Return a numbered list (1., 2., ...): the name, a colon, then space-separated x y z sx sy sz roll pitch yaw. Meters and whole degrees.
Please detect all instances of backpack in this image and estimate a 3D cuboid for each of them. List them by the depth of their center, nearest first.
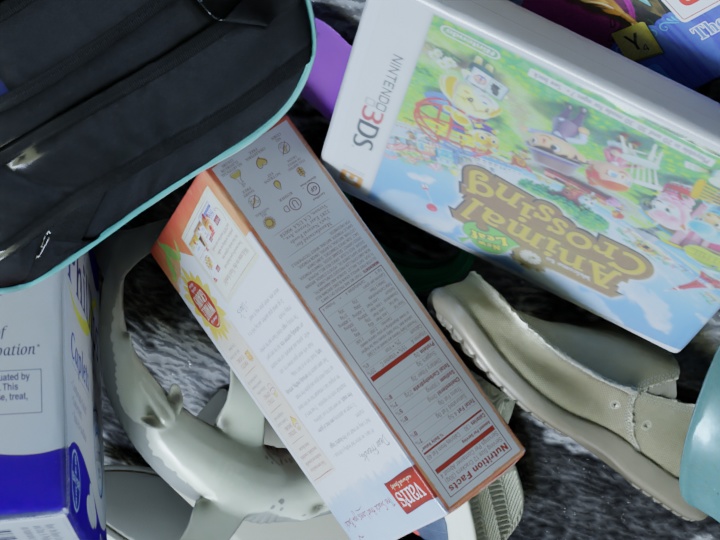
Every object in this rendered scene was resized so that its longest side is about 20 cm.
1. backpack: -0.126 -0.114 0.760 0.199 0.154 0.177 -28 118 4

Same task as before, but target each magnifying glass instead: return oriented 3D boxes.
1. magnifying glass: 0.000 0.000 0.938 0.079 0.022 0.200 34 140 -8

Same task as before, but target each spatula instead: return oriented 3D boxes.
1. spatula: 0.046 -0.058 0.840 0.199 0.021 0.057 30 147 -4

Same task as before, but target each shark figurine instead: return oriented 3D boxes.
1. shark figurine: -0.108 0.077 0.975 0.215 0.128 0.089 53 156 -9

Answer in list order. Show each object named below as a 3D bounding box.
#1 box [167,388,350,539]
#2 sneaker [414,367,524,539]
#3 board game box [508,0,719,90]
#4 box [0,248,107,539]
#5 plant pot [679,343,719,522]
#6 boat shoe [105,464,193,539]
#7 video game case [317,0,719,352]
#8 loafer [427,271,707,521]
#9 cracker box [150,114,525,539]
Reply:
1. box: -0.029 0.167 1.083 0.200 0.068 0.082 47 168 -23
2. sneaker: 0.038 0.083 0.969 0.084 0.075 0.201 23 138 28
3. board game box: 0.095 -0.160 0.677 0.199 0.041 0.199 43 140 -19
4. box: -0.193 0.051 0.914 0.104 0.202 0.184 -4 161 -4
5. plant pot: 0.247 0.077 0.749 0.187 0.200 0.201 25 145 25
6. boat shoe: -0.104 0.189 1.173 0.198 0.075 0.062 18 138 -7
7. video game case: 0.082 -0.044 0.774 0.199 0.022 0.182 26 155 2
8. loafer: 0.115 0.051 0.876 0.199 0.069 0.076 35 180 -29
9. cracker box: -0.017 0.038 0.879 0.201 0.057 0.134 55 156 3
